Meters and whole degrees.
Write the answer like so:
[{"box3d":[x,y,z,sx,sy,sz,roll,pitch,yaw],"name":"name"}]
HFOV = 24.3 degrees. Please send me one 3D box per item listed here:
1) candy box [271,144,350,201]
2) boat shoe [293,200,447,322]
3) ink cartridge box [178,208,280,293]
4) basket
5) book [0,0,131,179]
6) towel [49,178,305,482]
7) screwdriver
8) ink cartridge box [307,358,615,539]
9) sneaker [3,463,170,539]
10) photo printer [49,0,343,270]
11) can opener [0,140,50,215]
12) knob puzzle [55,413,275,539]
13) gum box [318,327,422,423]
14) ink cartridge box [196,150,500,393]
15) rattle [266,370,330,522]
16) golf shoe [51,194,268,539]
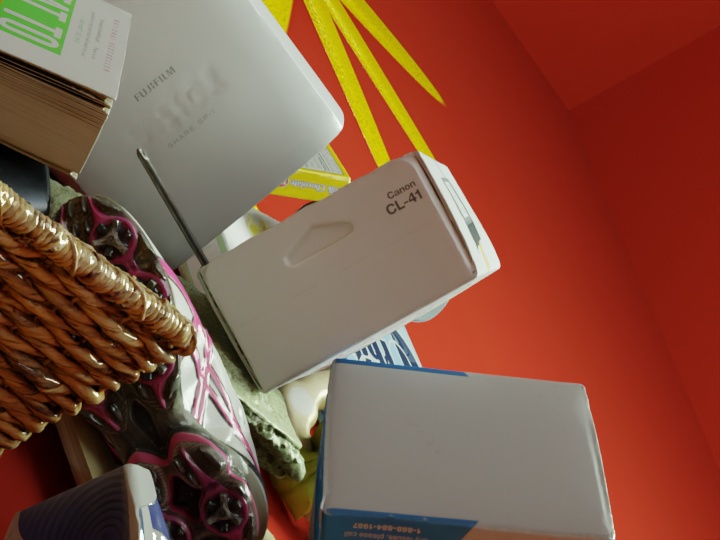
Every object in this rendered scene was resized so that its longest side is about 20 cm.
[{"box3d":[-0.083,-0.110,1.224,0.102,0.026,0.200,6,28,-23],"name":"candy box"},{"box3d":[-0.007,-0.010,1.251,0.067,0.074,0.200,37,2,35],"name":"boat shoe"},{"box3d":[-0.094,-0.034,1.196,0.146,0.048,0.200,29,38,-62],"name":"ink cartridge box"},{"box3d":[-0.182,-0.025,0.691,0.200,0.149,0.143,41,25,-50],"name":"basket"},{"box3d":[-0.216,-0.134,0.830,0.200,0.048,0.134,24,27,-16],"name":"book"},{"box3d":[-0.110,0.031,0.956,0.200,0.036,0.148,42,7,-35],"name":"towel"},{"box3d":[-0.100,-0.012,1.023,0.029,0.028,0.200,51,-9,44],"name":"screwdriver"},{"box3d":[0.042,0.174,0.907,0.145,0.147,0.200,-89,-174,-62],"name":"ink cartridge box"},{"box3d":[-0.096,0.196,0.733,0.115,0.080,0.200,44,29,-57],"name":"sneaker"},{"box3d":[-0.126,-0.116,1.014,0.200,0.166,0.069,53,-3,-30],"name":"photo printer"},{"box3d":[-0.221,-0.085,0.855,0.079,0.063,0.200,6,41,-39],"name":"can opener"},{"box3d":[-0.095,0.152,0.884,0.220,0.030,0.220,55,15,-23],"name":"knob puzzle"},{"box3d":[0.002,0.078,1.310,0.170,0.045,0.200,25,38,-64],"name":"gum box"},{"box3d":[0.000,0.000,1.018,0.086,0.147,0.200,61,8,2],"name":"ink cartridge box"},{"box3d":[0.041,0.107,1.127,0.200,0.143,0.130,15,33,-38],"name":"rattle"},{"box3d":[-0.105,0.057,0.842,0.092,0.073,0.200,-53,123,-80],"name":"golf shoe"}]
